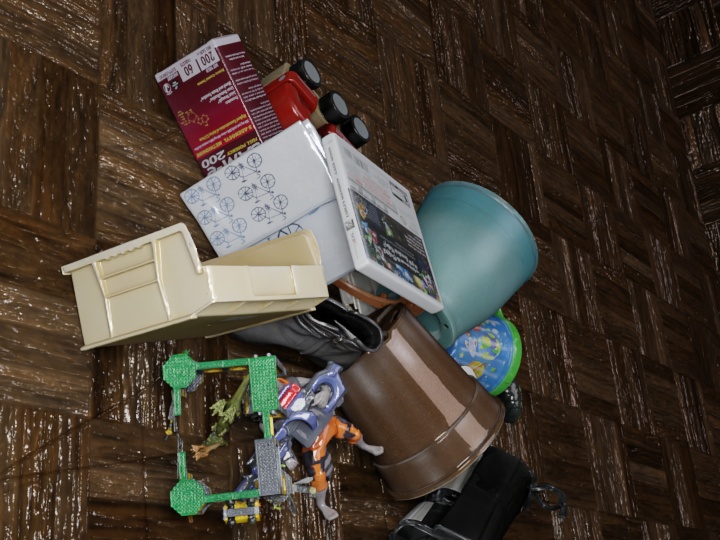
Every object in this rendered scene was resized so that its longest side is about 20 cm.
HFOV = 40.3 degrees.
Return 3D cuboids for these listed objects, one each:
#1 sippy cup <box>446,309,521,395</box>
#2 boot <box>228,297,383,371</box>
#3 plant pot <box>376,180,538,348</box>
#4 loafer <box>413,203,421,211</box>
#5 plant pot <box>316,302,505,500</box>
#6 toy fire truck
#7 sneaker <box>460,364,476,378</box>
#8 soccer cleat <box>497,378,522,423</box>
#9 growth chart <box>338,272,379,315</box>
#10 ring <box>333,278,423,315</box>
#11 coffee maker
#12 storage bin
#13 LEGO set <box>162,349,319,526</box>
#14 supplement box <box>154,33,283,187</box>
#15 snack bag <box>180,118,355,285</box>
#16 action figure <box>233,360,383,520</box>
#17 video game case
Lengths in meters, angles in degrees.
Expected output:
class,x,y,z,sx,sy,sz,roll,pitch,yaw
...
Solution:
class,x,y,z,sx,sy,sz,roll,pitch,yaw
sippy cup,0.161,0.123,1.541,0.130,0.140,0.179,19,42,-37
boot,-0.076,0.053,1.161,0.199,0.132,0.070,18,69,-9
plant pot,0.125,0.005,1.428,0.188,0.200,0.200,-48,114,-31
loafer,0.095,-0.076,1.594,0.200,0.067,0.076,-16,77,-60
plant pot,0.057,0.164,1.317,0.199,0.200,0.200,53,36,-11
toy fire truck,-0.086,-0.162,1.359,0.176,0.128,0.201,46,30,-31
sneaker,0.171,0.243,1.475,0.091,0.066,0.201,-129,-157,-54
soccer cleat,0.214,0.163,1.656,0.081,0.067,0.201,-6,75,-40
growth chart,0.020,0.013,1.488,0.200,0.018,0.146,15,60,-51
ring,0.000,0.000,1.313,0.200,0.200,0.019,42,70,-35
coffee maker,0.164,0.345,1.358,0.200,0.191,0.135,-47,128,-52
storage bin,-0.170,0.016,1.048,0.200,0.198,0.094,0,77,-55
LEGO set,-0.138,0.179,1.074,0.116,0.153,0.201,79,-3,-75
supplement box,-0.165,-0.182,1.244,0.201,0.108,0.061,64,32,-7
snack bag,-0.095,-0.055,1.207,0.201,0.188,0.021,60,13,-11
action figure,-0.083,0.211,1.189,0.200,0.104,0.194,-44,111,-20
video game case,0.029,-0.054,1.207,0.200,0.023,0.183,31,39,-55
